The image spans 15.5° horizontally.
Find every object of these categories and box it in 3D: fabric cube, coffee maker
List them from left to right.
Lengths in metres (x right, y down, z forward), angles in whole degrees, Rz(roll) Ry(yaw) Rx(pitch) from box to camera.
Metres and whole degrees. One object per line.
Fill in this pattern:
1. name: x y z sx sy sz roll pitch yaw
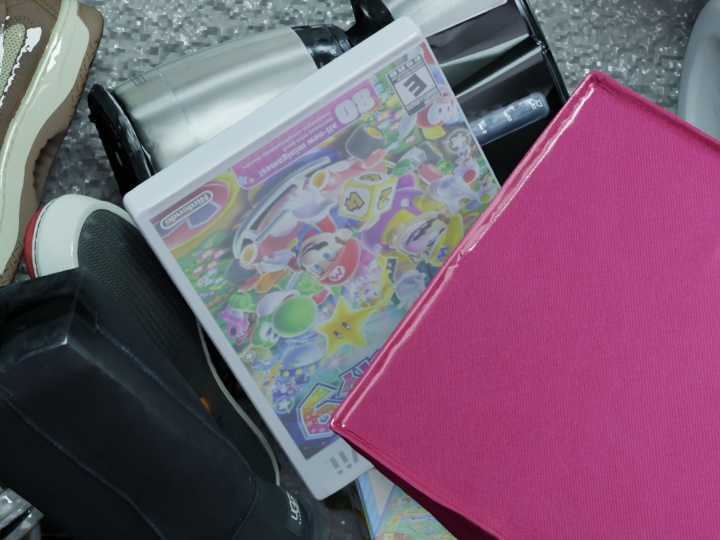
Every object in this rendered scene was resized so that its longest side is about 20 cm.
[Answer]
1. coffee maker: -0.003 -0.040 1.225 0.199 0.135 0.193 -24 129 -8
2. fabric cube: 0.147 0.072 1.134 0.200 0.199 0.196 34 83 34

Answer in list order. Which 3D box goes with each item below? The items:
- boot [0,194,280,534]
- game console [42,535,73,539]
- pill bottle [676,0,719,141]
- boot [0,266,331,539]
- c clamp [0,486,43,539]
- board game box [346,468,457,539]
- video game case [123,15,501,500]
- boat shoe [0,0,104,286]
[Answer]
1. boot: -0.136 0.049 1.166 0.073 0.144 0.200 -65 143 -39
2. game console: -0.080 0.227 1.197 0.116 0.199 0.176 43 57 -46
3. pill bottle: 0.261 -0.072 1.269 0.199 0.112 0.113 3 92 -11
4. boot: -0.128 0.093 1.080 0.164 0.066 0.200 -28 138 14
5. c clamp: -0.210 0.073 1.168 0.200 0.171 0.027 48 48 -14
6. board game box: 0.100 0.117 1.285 0.199 0.034 0.135 -16 95 -10
7. video game case: 0.000 0.000 1.153 0.143 0.018 0.200 -33 132 -3
8. boat shoe: -0.185 -0.038 1.202 0.075 0.075 0.203 22 72 -12
